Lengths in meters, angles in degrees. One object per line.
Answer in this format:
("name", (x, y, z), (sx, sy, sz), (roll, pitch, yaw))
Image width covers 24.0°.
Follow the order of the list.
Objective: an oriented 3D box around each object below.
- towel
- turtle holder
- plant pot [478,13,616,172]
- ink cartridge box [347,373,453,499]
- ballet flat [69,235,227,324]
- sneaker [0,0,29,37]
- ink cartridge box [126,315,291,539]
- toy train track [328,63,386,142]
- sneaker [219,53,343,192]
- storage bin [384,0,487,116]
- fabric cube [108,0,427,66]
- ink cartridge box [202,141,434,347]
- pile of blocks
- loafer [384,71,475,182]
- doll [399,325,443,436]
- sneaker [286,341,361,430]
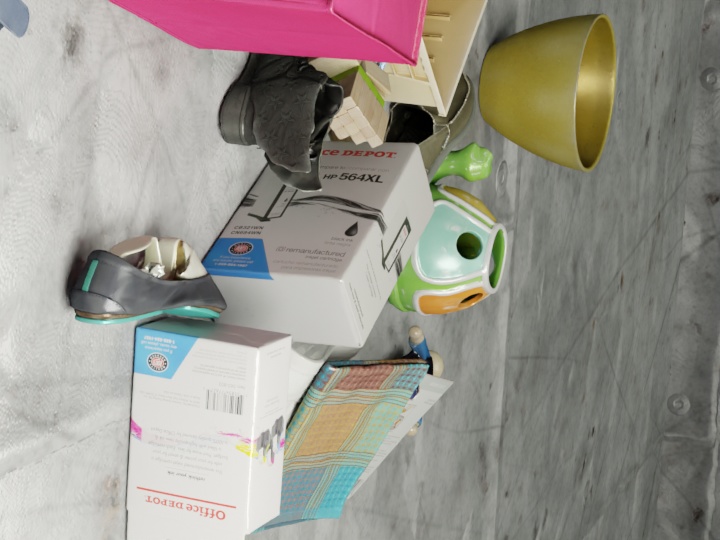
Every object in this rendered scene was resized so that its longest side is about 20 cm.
("towel", (-0.027, 0.166, 1.609), (0.147, 0.022, 0.200), (1, 127, -49))
("turtle holder", (0.098, -0.037, 1.904), (0.141, 0.132, 0.186), (72, 33, -47))
("plant pot", (0.234, -0.232, 2.169), (0.200, 0.142, 0.200), (7, 90, -68))
("ink cartridge box", (-0.005, 0.155, 1.714), (0.174, 0.044, 0.200), (-50, 159, 7))
("ballet flat", (-0.161, 0.007, 1.350), (0.200, 0.073, 0.073), (1, 97, -66))
("sneaker", (-0.254, -0.215, 1.009), (0.146, 0.081, 0.200), (-67, 160, -43))
("ink cartridge box", (-0.128, 0.147, 1.416), (0.068, 0.115, 0.200), (-19, 115, -66))
("toy train track", (-0.010, -0.170, 1.647), (0.200, 0.033, 0.115), (-63, -161, 16))
("sneaker", (-0.056, -0.162, 1.504), (0.060, 0.104, 0.200), (67, 36, -52))
("storage bin", (0.055, -0.303, 1.753), (0.199, 0.094, 0.200), (68, 36, -53))
("fabric cube", (-0.064, -0.278, 1.315), (0.200, 0.199, 0.196), (17, 83, -69))
("ink cartridge box", (-0.036, -0.030, 1.544), (0.200, 0.146, 0.084), (-62, 146, -43))
("pile of blocks", (-0.021, -0.195, 1.587), (0.082, 0.062, 0.200), (37, 40, -49))
("loafer", (0.075, -0.165, 1.878), (0.070, 0.075, 0.200), (81, 27, -47))
("doll", (0.054, 0.130, 1.966), (0.200, 0.048, 0.137), (-26, 122, -65))
("sneaker", (-0.066, 0.097, 1.613), (0.116, 0.074, 0.200), (-55, 170, 17))
